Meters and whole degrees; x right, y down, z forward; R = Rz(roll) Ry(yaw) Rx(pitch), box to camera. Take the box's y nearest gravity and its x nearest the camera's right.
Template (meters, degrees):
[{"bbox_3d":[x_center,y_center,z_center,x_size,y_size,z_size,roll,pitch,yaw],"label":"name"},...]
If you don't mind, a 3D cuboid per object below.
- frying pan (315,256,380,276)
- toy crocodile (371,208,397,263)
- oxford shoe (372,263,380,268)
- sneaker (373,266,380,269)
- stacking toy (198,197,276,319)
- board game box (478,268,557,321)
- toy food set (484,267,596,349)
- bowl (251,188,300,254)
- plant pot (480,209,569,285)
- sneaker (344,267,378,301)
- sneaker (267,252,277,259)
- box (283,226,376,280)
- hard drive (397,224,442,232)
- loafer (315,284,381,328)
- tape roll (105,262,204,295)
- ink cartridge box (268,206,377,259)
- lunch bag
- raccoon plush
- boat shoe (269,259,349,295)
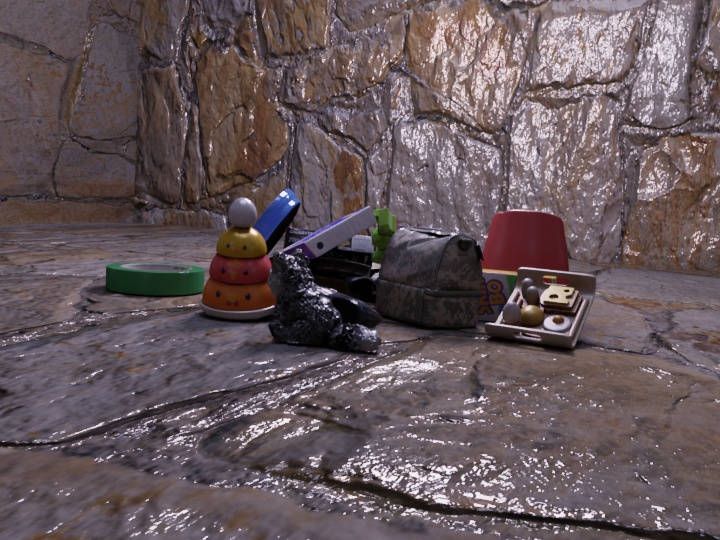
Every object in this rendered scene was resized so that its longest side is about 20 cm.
[{"bbox_3d":[-0.015,-0.002,1.554,0.114,0.031,0.190,7,-7,35],"label":"frying pan"},{"bbox_3d":[0.052,-0.067,1.531,0.061,0.068,0.200,-1,-23,1],"label":"toy crocodile"},{"bbox_3d":[-0.042,0.005,1.844,0.198,0.076,0.058,5,16,-1],"label":"oxford shoe"},{"bbox_3d":[0.073,0.026,1.781,0.078,0.066,0.200,20,9,12],"label":"sneaker"},{"bbox_3d":[-0.208,-0.026,1.328,0.145,0.202,0.146,1,15,0],"label":"stacking toy"},{"bbox_3d":[0.264,0.049,1.447,0.198,0.096,0.030,6,15,22],"label":"board game box"},{"bbox_3d":[0.308,0.056,1.305,0.142,0.061,0.200,6,32,27],"label":"toy food set"},{"bbox_3d":[-0.192,-0.077,1.593,0.039,0.201,0.201,36,6,0],"label":"bowl"},{"bbox_3d":[0.330,-0.019,1.552,0.199,0.179,0.200,6,-8,1],"label":"plant pot"},{"bbox_3d":[0.057,0.040,1.632,0.198,0.075,0.085,4,24,12],"label":"sneaker"},{"bbox_3d":[-0.184,0.004,1.673,0.075,0.088,0.200,-1,6,-24],"label":"sneaker"},{"bbox_3d":[-0.075,-0.024,1.712,0.197,0.050,0.200,8,-25,-4],"label":"box"},{"bbox_3d":[0.147,-0.009,1.650,0.134,0.201,0.042,9,50,40],"label":"hard drive"},{"bbox_3d":[-0.054,0.065,1.286,0.199,0.073,0.072,21,7,40],"label":"loafer"},{"bbox_3d":[-0.425,0.016,1.600,0.199,0.049,0.200,4,6,0],"label":"tape roll"},{"bbox_3d":[-0.091,-0.051,1.495,0.199,0.044,0.198,-28,5,-24],"label":"ink cartridge box"},{"bbox_3d":[0.128,0.008,1.412,0.138,0.169,0.200,0,7,-32],"label":"lunch bag"},{"bbox_3d":[-0.055,0.039,1.151,0.198,0.135,0.097,5,5,15],"label":"raccoon plush"},{"bbox_3d":[-0.122,0.030,1.495,0.199,0.073,0.067,16,-9,-26],"label":"boat shoe"}]
